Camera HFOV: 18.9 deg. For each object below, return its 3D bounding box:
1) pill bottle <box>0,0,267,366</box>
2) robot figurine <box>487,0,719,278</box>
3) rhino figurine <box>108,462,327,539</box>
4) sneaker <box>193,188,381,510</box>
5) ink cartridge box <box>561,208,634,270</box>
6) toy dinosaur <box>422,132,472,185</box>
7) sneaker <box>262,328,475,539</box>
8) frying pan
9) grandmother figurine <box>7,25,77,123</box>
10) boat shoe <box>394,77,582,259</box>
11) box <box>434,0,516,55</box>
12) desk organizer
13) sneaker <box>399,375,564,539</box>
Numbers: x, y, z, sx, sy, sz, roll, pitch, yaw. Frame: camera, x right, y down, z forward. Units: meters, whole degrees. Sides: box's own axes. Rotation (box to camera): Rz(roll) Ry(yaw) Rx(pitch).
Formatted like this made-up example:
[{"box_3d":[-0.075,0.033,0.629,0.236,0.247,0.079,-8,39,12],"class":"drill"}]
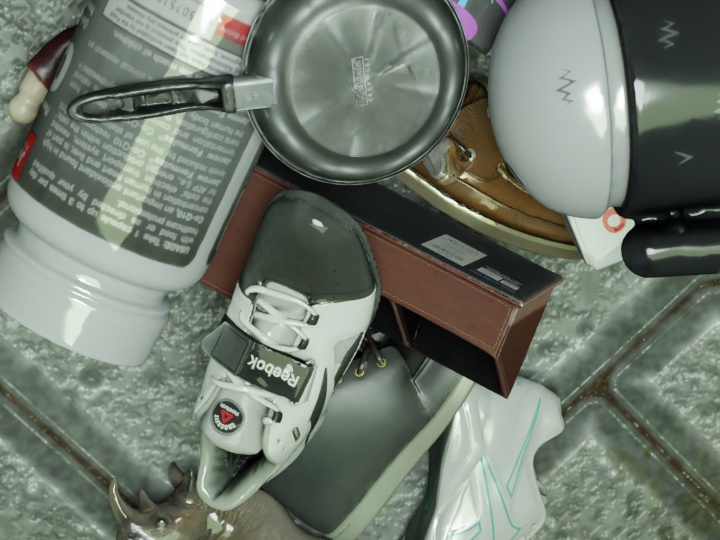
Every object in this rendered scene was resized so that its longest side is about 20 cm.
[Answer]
[{"box_3d":[-0.112,-0.062,1.112,0.113,0.114,0.201,24,100,-14],"class":"pill bottle"},{"box_3d":[0.160,-0.089,1.042,0.198,0.151,0.125,-6,133,-3],"class":"robot figurine"},{"box_3d":[-0.067,0.176,1.283,0.199,0.060,0.088,35,85,-15],"class":"rhino figurine"},{"box_3d":[-0.044,0.050,1.128,0.074,0.089,0.201,23,133,11],"class":"sneaker"},{"box_3d":[0.181,-0.109,1.143,0.199,0.084,0.147,-21,105,2],"class":"ink cartridge box"},{"box_3d":[0.019,-0.143,1.164,0.106,0.060,0.202,4,81,-36],"class":"toy dinosaur"},{"box_3d":[-0.002,0.057,1.243,0.106,0.075,0.201,29,104,-15],"class":"sneaker"},{"box_3d":[-0.035,-0.103,1.039,0.189,0.031,0.116,12,106,-17],"class":"frying pan"},{"box_3d":[-0.133,-0.094,1.187,0.120,0.060,0.202,0,107,-28],"class":"grandmother figurine"},{"box_3d":[0.055,-0.072,1.206,0.199,0.072,0.068,24,106,-14],"class":"boat shoe"},{"box_3d":[0.019,-0.215,1.040,0.199,0.036,0.143,31,104,-15],"class":"box"},{"box_3d":[0.000,0.000,1.179,0.199,0.072,0.077,27,110,17],"class":"desk organizer"},{"box_3d":[0.069,0.155,1.288,0.080,0.070,0.202,11,107,-13],"class":"sneaker"}]
